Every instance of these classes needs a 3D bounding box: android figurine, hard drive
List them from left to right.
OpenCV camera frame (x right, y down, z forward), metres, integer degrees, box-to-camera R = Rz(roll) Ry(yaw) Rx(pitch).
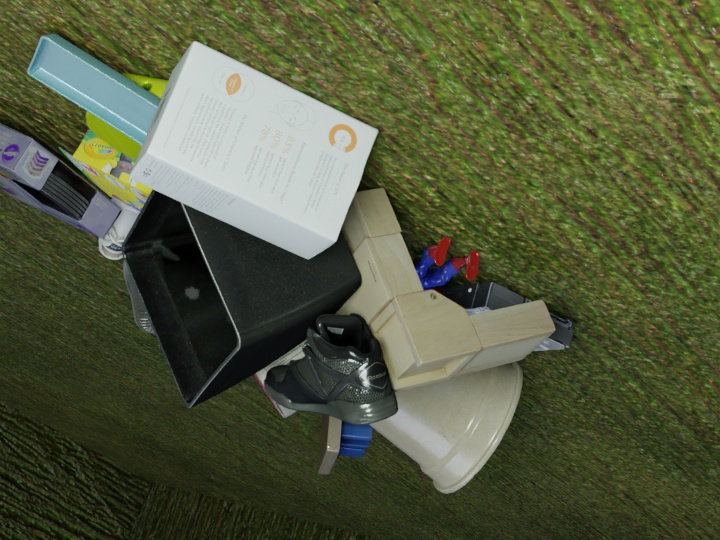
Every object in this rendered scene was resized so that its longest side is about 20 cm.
[{"bbox_3d":[-0.208,-0.151,1.594,0.199,0.041,0.182,13,161,22],"label":"android figurine"},{"bbox_3d":[0.145,0.061,1.827,0.139,0.038,0.200,25,162,-30],"label":"hard drive"}]

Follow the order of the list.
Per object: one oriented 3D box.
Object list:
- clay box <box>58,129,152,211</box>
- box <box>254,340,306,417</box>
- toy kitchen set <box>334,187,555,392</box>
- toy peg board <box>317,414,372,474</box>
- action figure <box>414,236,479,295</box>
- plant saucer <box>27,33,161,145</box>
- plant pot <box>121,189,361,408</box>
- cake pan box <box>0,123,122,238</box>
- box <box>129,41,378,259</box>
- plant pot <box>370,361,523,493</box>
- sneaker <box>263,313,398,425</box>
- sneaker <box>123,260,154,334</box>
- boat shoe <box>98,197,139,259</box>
[{"bbox_3d":[-0.246,-0.099,1.739,0.200,0.048,0.115,27,168,22],"label":"clay box"},{"bbox_3d":[-0.099,0.052,1.785,0.200,0.128,0.109,55,173,19],"label":"box"},{"bbox_3d":[0.067,0.028,1.648,0.180,0.201,0.163,-11,159,-29],"label":"toy kitchen set"},{"bbox_3d":[0.000,0.176,2.114,0.097,0.200,0.200,5,163,-3],"label":"toy peg board"},{"bbox_3d":[0.072,0.008,1.753,0.065,0.052,0.200,20,165,-15],"label":"action figure"},{"bbox_3d":[-0.239,-0.169,1.513,0.200,0.019,0.070,33,144,-8],"label":"plant saucer"},{"bbox_3d":[-0.119,0.003,1.598,0.177,0.200,0.200,-16,163,-30],"label":"plant pot"},{"bbox_3d":[-0.409,-0.123,1.831,0.200,0.052,0.184,23,169,35],"label":"cake pan box"},{"bbox_3d":[-0.104,-0.113,1.453,0.199,0.125,0.097,25,162,-13],"label":"box"},{"bbox_3d":[0.082,0.160,1.971,0.183,0.201,0.200,32,160,-13],"label":"plant pot"},{"bbox_3d":[-0.038,0.096,1.605,0.076,0.115,0.199,-15,-170,-33],"label":"sneaker"},{"bbox_3d":[-0.263,-0.020,1.924,0.074,0.107,0.200,4,139,-7],"label":"sneaker"},{"bbox_3d":[-0.304,-0.055,1.938,0.071,0.070,0.200,25,162,-14],"label":"boat shoe"}]
